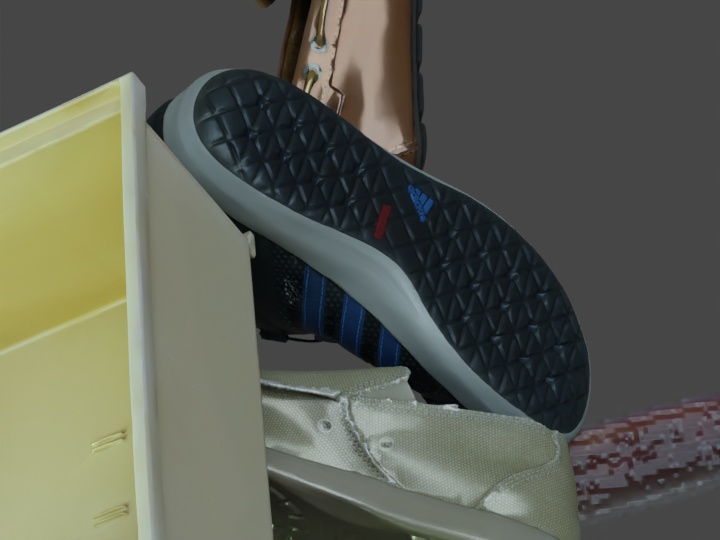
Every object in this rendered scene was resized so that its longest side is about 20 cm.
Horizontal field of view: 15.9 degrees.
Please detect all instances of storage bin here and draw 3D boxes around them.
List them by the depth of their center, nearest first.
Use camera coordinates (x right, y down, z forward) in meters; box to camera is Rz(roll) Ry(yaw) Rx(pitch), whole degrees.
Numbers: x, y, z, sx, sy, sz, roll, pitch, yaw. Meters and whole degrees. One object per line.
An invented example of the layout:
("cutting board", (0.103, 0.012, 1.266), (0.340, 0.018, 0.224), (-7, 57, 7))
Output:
("storage bin", (-0.131, 0.071, 0.838), (0.198, 0.094, 0.200), (-22, 48, 18))

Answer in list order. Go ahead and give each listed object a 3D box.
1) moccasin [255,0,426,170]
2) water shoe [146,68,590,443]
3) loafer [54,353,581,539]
("moccasin", (-0.017, -0.121, 1.009), (0.078, 0.074, 0.202), (4, 77, -12))
("water shoe", (0.000, 0.000, 0.958), (0.200, 0.079, 0.072), (40, 51, -18))
("loafer", (-0.012, 0.066, 0.929), (0.200, 0.076, 0.068), (19, 57, 6))
